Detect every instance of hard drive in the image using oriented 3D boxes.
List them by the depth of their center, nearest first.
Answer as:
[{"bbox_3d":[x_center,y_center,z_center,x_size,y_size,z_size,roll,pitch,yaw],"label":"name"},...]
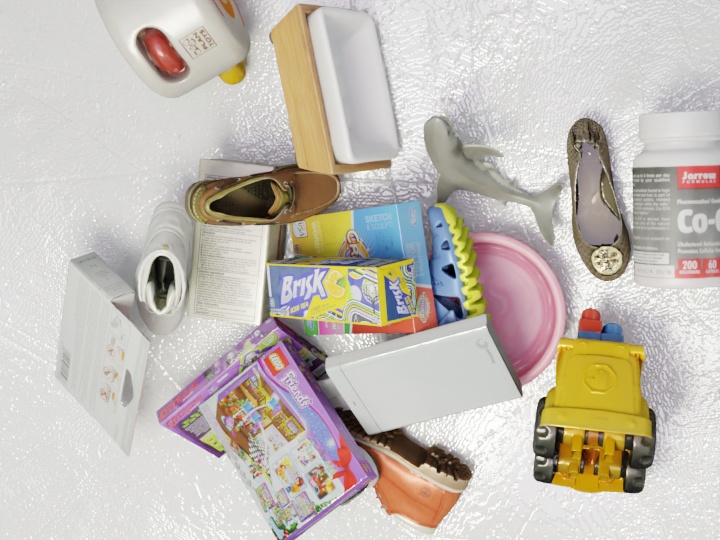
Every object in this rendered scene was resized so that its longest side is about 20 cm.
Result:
[{"bbox_3d":[0.076,0.126,1.376,0.199,0.027,0.132,-17,130,17],"label":"hard drive"}]

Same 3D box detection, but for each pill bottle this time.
[{"bbox_3d":[0.374,-0.083,1.360,0.113,0.114,0.201,-1,95,11],"label":"pill bottle"}]

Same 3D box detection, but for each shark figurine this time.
[{"bbox_3d":[0.136,-0.102,1.418,0.214,0.128,0.090,32,77,-20],"label":"shark figurine"}]

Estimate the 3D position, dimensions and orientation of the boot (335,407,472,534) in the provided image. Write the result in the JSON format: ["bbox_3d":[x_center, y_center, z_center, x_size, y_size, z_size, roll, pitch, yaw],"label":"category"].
[{"bbox_3d":[0.030,0.254,1.479,0.200,0.075,0.108,30,112,12],"label":"boot"}]

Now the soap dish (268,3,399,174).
[{"bbox_3d":[-0.031,-0.215,1.412,0.081,0.157,0.201,-9,93,28],"label":"soap dish"}]

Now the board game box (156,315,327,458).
[{"bbox_3d":[-0.147,0.151,1.485,0.200,0.120,0.032,-39,49,11],"label":"board game box"}]

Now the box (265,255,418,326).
[{"bbox_3d":[-0.025,0.022,1.375,0.200,0.064,0.070,3,100,48],"label":"box"}]

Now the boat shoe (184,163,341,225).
[{"bbox_3d":[-0.104,-0.083,1.385,0.199,0.068,0.072,-13,103,-26],"label":"boat shoe"}]

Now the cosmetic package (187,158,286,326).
[{"bbox_3d":[-0.152,-0.038,1.477,0.103,0.087,0.201,8,97,11],"label":"cosmetic package"}]

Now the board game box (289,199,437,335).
[{"bbox_3d":[0.000,0.000,1.421,0.200,0.040,0.154,-6,94,48],"label":"board game box"}]

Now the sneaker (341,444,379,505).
[{"bbox_3d":[-0.075,0.246,1.465,0.199,0.079,0.074,5,121,38],"label":"sneaker"}]

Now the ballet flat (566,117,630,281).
[{"bbox_3d":[0.285,-0.085,1.411,0.067,0.046,0.201,-7,93,12],"label":"ballet flat"}]

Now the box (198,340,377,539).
[{"bbox_3d":[-0.089,0.205,1.405,0.137,0.039,0.200,-38,69,11],"label":"box"}]

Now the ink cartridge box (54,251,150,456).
[{"bbox_3d":[-0.314,0.106,1.471,0.173,0.043,0.201,39,130,28],"label":"ink cartridge box"}]

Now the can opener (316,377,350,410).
[{"bbox_3d":[0.000,0.139,1.452,0.199,0.067,0.053,-17,119,21],"label":"can opener"}]

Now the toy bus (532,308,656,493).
[{"bbox_3d":[0.277,0.153,1.390,0.135,0.200,0.193,4,60,10],"label":"toy bus"}]

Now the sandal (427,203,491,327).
[{"bbox_3d":[0.103,0.020,1.391,0.087,0.079,0.201,-11,91,16],"label":"sandal"}]

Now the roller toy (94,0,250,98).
[{"bbox_3d":[-0.221,-0.314,1.418,0.139,0.182,0.201,-27,89,11],"label":"roller toy"}]

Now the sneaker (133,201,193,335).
[{"bbox_3d":[-0.249,0.027,1.434,0.073,0.116,0.201,8,129,-5],"label":"sneaker"}]

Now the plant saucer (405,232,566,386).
[{"bbox_3d":[0.154,0.052,1.446,0.200,0.051,0.202,1,94,11],"label":"plant saucer"}]
